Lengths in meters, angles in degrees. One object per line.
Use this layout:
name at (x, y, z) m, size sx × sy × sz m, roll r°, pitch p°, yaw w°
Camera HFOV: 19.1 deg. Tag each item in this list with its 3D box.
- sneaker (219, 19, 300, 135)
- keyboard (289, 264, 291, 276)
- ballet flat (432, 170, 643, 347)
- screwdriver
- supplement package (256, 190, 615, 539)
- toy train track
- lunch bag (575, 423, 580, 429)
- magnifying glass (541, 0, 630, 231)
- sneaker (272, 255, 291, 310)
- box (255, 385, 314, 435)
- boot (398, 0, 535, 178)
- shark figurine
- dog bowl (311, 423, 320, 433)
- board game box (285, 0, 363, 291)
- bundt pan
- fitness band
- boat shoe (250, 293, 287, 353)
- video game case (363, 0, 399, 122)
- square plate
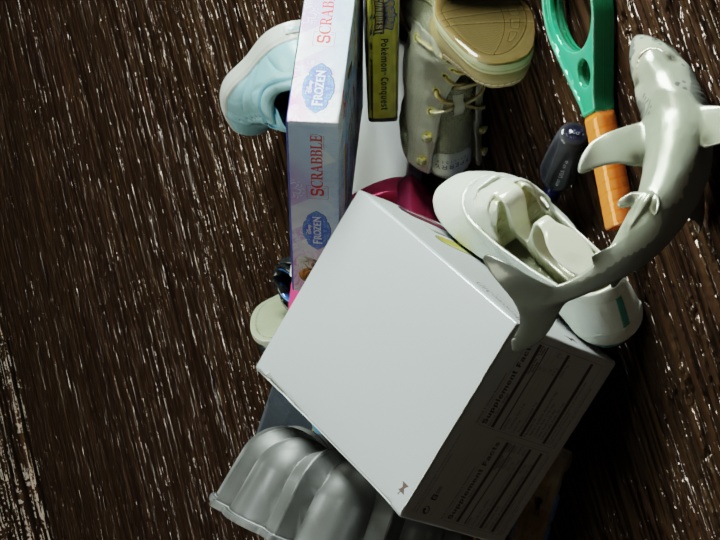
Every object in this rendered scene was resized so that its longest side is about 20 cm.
sneaker at (-0.084, -0.159, 2.033) m, size 0.200 × 0.074 × 0.082 m, roll 126°, pitch 135°, yaw -64°
keyboard at (-0.033, -0.084, 1.787) m, size 0.056 × 0.011 × 0.200 m, roll -32°, pitch 38°, yaw 37°
ballet flat at (0.122, -0.025, 1.486) m, size 0.200 × 0.069 × 0.070 m, roll 43°, pitch 140°, yaw 36°
screwdriver at (0.137, -0.046, 1.566) m, size 0.200 × 0.029 × 0.028 m, roll 99°, pitch 154°, yaw -60°
supplement package at (0.049, 0.065, 1.505) m, size 0.200 × 0.111 × 0.156 m, roll 42°, pitch 106°, yaw 45°
toy train track at (0.132, 0.200, 1.624) m, size 0.115 × 0.033 × 0.200 m, roll 27°, pitch 133°, yaw 18°
lunch bag at (0.083, 0.060, 1.653) m, size 0.151 × 0.094 × 0.201 m, roll 119°, pitch 143°, yaw -62°
magnifying glass at (0.158, -0.127, 1.461) m, size 0.080 × 0.022 × 0.201 m, roll 150°, pitch 109°, yaw -69°
sneaker at (-0.034, -0.012, 1.900) m, size 0.200 × 0.112 × 0.073 m, roll -137°, pitch 45°, yaw -59°
box at (-0.006, 0.141, 1.862) m, size 0.158 × 0.051 × 0.200 m, roll 37°, pitch 144°, yaw 11°
boot at (0.076, -0.138, 1.609) m, size 0.200 × 0.072 × 0.155 m, roll -122°, pitch 30°, yaw -57°
shark figurine at (0.180, -0.033, 1.329) m, size 0.128 × 0.215 × 0.090 m, roll 22°, pitch 165°, yaw 35°
dog bowl at (0.024, 0.150, 1.719) m, size 0.200 × 0.049 × 0.111 m, roll 63°, pitch -157°, yaw -9°
board game box at (-0.025, -0.121, 1.643) m, size 0.200 × 0.041 × 0.200 m, roll 91°, pitch -175°, yaw -51°
bundt pan at (-0.007, 0.171, 1.571) m, size 0.202 × 0.201 × 0.076 m, roll 20°, pitch 89°, yaw 68°
fitness band at (0.000, 0.000, 1.694) m, size 0.144 × 0.037 × 0.200 m, roll -36°, pitch 28°, yaw 27°
boat shoe at (-0.051, 0.049, 1.943) m, size 0.199 × 0.074 × 0.066 m, roll -71°, pitch -23°, yaw -69°
video game case at (0.015, -0.247, 1.680) m, size 0.200 × 0.025 × 0.181 m, roll -92°, pitch 1°, yaw -49°
square plate at (0.012, -0.125, 1.837) m, size 0.200 × 0.028 × 0.199 m, roll -132°, pitch 41°, yaw -55°
